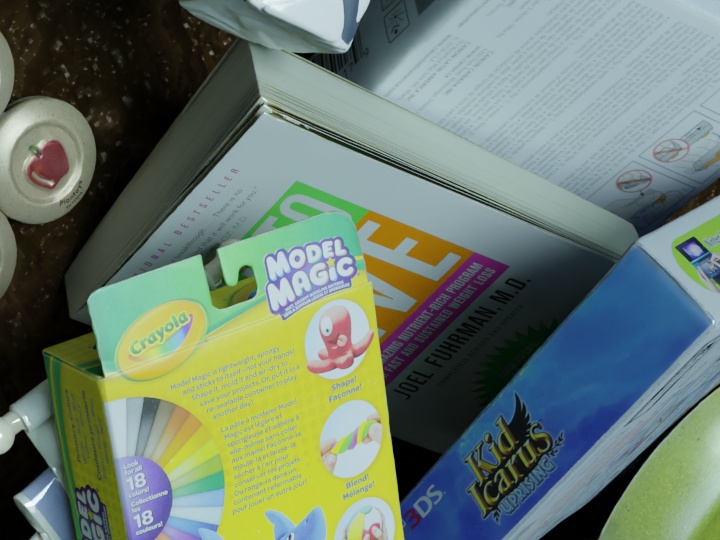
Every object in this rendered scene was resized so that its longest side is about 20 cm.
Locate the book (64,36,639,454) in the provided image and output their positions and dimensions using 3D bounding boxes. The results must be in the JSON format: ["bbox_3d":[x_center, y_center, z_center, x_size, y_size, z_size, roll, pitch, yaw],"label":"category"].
[{"bbox_3d":[0.000,0.000,0.815,0.200,0.048,0.134,22,126,-32],"label":"book"}]

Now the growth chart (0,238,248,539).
[{"bbox_3d":[-0.068,0.107,0.761,0.145,0.018,0.200,-32,118,-27],"label":"growth chart"}]

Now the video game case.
[{"bbox_3d":[0.108,0.043,0.816,0.045,0.200,0.181,49,36,14],"label":"video game case"}]

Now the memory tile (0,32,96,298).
[{"bbox_3d":[-0.193,-0.013,0.725,0.200,0.017,0.153,-53,131,-14],"label":"memory tile"}]

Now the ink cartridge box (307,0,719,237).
[{"bbox_3d":[0.088,-0.070,0.833,0.200,0.163,0.057,14,50,-36],"label":"ink cartridge box"}]

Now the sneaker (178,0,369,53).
[{"bbox_3d":[-0.061,-0.166,0.668,0.199,0.079,0.130,23,81,-34],"label":"sneaker"}]

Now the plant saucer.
[{"bbox_3d":[0.189,0.122,0.946,0.200,0.031,0.200,-22,134,-26],"label":"plant saucer"}]

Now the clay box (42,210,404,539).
[{"bbox_3d":[-0.044,0.082,0.732,0.115,0.048,0.200,-19,111,-32],"label":"clay box"}]
